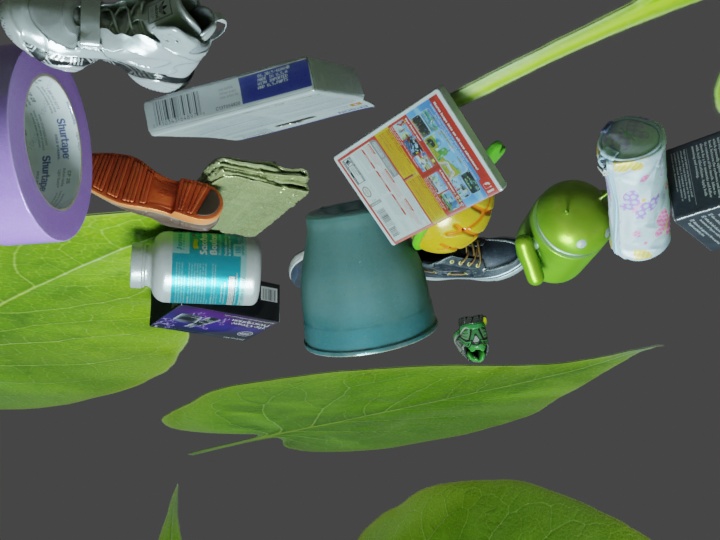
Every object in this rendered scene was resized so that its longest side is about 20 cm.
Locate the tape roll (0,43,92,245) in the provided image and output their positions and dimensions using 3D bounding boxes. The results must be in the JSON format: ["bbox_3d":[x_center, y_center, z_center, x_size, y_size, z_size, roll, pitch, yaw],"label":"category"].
[{"bbox_3d":[-0.345,-0.129,0.875,0.064,0.203,0.201,-3,159,4],"label":"tape roll"}]

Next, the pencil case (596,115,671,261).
[{"bbox_3d":[0.357,-0.102,1.104,0.083,0.091,0.201,26,156,38],"label":"pencil case"}]

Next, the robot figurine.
[{"bbox_3d":[0.298,-0.056,1.252,0.174,0.117,0.201,-26,163,-17],"label":"robot figurine"}]

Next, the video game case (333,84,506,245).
[{"bbox_3d":[0.069,-0.125,1.061,0.199,0.144,0.017,-25,-167,46],"label":"video game case"}]

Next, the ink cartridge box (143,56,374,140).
[{"bbox_3d":[-0.104,-0.186,0.941,0.196,0.041,0.200,-11,-177,19],"label":"ink cartridge box"}]

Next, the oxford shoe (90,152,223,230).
[{"bbox_3d":[-0.282,-0.093,1.115,0.197,0.072,0.073,20,152,-8],"label":"oxford shoe"}]

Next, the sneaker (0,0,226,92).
[{"bbox_3d":[-0.225,-0.236,0.798,0.198,0.076,0.114,9,156,-40],"label":"sneaker"}]

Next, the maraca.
[{"bbox_3d":[0.130,-0.097,1.143,0.137,0.107,0.201,-39,167,-37],"label":"maraca"}]

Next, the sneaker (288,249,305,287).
[{"bbox_3d":[-0.057,0.035,1.406,0.076,0.149,0.202,9,157,-32],"label":"sneaker"}]

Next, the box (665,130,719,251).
[{"bbox_3d":[0.530,-0.120,1.132,0.198,0.109,0.147,-18,153,36],"label":"box"}]

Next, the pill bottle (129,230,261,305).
[{"bbox_3d":[-0.257,-0.004,1.328,0.197,0.113,0.111,3,158,-14],"label":"pill bottle"}]

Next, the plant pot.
[{"bbox_3d":[0.000,0.000,1.216,0.197,0.191,0.200,-9,-169,2],"label":"plant pot"}]

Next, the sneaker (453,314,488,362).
[{"bbox_3d":[0.242,0.165,1.853,0.077,0.087,0.200,-5,159,7],"label":"sneaker"}]

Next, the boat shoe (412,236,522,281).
[{"bbox_3d":[0.174,-0.023,1.381,0.197,0.072,0.091,-8,162,18],"label":"boat shoe"}]

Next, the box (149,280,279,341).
[{"bbox_3d":[-0.265,0.064,1.550,0.198,0.080,0.140,13,157,-34],"label":"box"}]

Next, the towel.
[{"bbox_3d":[-0.170,-0.103,1.192,0.146,0.037,0.199,9,155,-29],"label":"towel"}]
